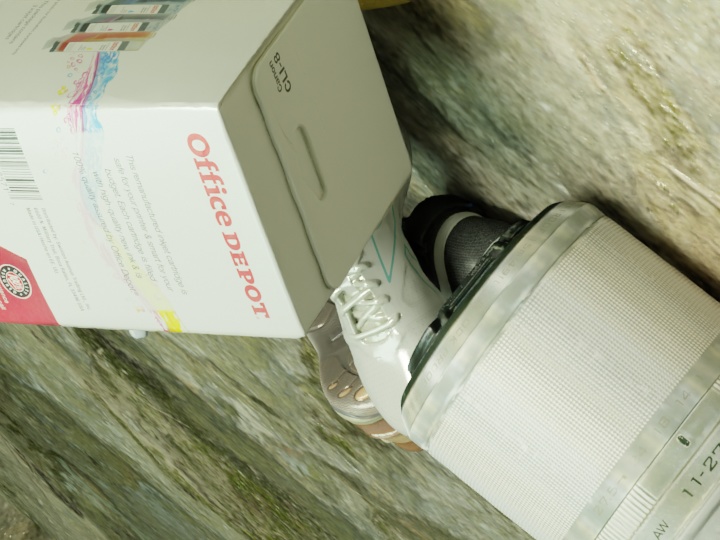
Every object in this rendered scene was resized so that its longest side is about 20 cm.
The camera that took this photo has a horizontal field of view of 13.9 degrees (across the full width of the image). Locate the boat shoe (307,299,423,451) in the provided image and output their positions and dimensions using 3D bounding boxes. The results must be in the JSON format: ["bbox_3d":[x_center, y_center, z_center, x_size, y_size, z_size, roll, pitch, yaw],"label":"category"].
[{"bbox_3d":[0.009,0.039,1.794,0.072,0.076,0.200,46,-158,-31],"label":"boat shoe"}]

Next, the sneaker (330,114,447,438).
[{"bbox_3d":[0.000,0.000,1.660,0.080,0.070,0.201,-4,-104,-59],"label":"sneaker"}]

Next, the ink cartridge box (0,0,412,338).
[{"bbox_3d":[-0.100,-0.067,1.503,0.199,0.145,0.146,3,130,30],"label":"ink cartridge box"}]

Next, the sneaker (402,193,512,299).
[{"bbox_3d":[0.075,0.026,1.761,0.112,0.073,0.200,33,154,36],"label":"sneaker"}]

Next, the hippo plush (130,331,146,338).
[{"bbox_3d":[-0.174,-0.098,1.773,0.199,0.161,0.160,26,121,-2],"label":"hippo plush"}]

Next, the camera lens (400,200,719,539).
[{"bbox_3d":[0.134,0.073,1.572,0.200,0.160,0.160,38,164,9],"label":"camera lens"}]

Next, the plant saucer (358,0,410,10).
[{"bbox_3d":[-0.088,-0.215,1.525,0.200,0.048,0.200,27,159,42],"label":"plant saucer"}]
